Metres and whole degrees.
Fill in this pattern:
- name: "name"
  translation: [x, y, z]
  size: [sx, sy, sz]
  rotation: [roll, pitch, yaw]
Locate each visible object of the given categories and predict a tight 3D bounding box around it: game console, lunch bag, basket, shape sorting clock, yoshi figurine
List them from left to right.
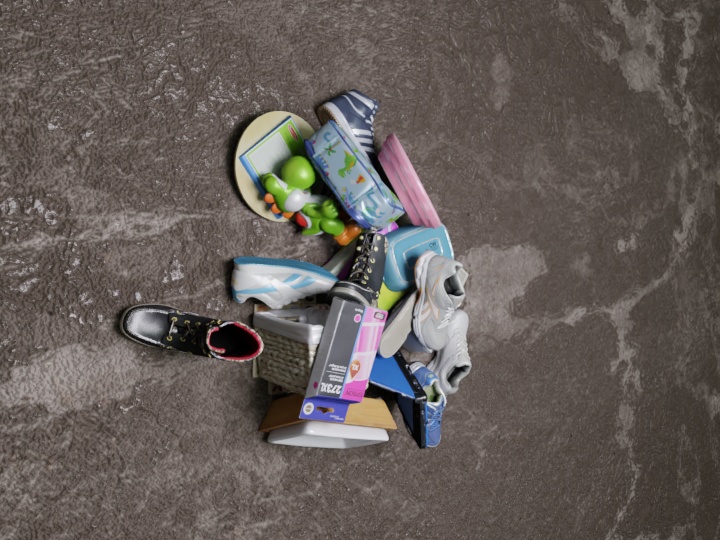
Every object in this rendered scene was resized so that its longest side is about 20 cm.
- name: "shape sorting clock"
  translation: [-0.146, -0.190, 1.218]
  size: [0.200, 0.039, 0.201]
  rotation: [-9, 104, -37]
- name: "basket"
  translation: [-0.085, 0.139, 1.152]
  size: [0.135, 0.200, 0.124]
  rotation: [-2, 95, -37]
- name: "yoshi figurine"
  translation: [-0.080, -0.135, 1.196]
  size: [0.200, 0.112, 0.112]
  rotation: [30, 64, -36]
- name: "lunch bag"
  translation: [-0.009, -0.163, 1.191]
  size: [0.200, 0.082, 0.161]
  rotation: [54, 12, 9]
- name: "game console"
  translation: [0.046, 0.227, 1.269]
  size: [0.118, 0.200, 0.171]
  rotation: [-7, 111, -10]

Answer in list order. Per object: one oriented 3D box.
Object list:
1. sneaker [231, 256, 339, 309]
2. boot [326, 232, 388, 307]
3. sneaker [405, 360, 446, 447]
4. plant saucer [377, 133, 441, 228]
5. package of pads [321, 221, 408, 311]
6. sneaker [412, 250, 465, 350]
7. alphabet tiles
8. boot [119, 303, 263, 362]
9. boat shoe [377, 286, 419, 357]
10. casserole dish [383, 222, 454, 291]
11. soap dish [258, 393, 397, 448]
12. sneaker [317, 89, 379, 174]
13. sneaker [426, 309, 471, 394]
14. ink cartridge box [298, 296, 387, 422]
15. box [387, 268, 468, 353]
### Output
- name: "sneaker"
  translation: [-0.133, 0.026, 1.191]
  size: [0.199, 0.077, 0.081]
  rotation: [6, 103, -17]
- name: "boot"
  translation: [-0.001, 0.000, 1.178]
  size: [0.204, 0.073, 0.154]
  rotation: [47, 51, -71]
- name: "sneaker"
  translation: [0.138, 0.290, 1.382]
  size: [0.076, 0.077, 0.200]
  rotation: [-27, 116, -27]
- name: "plant saucer"
  translation: [0.089, -0.164, 1.277]
  size: [0.051, 0.201, 0.201]
  rotation: [-28, 110, 8]
- name: "package of pads"
  translation: [0.027, 0.005, 1.324]
  size: [0.200, 0.068, 0.155]
  rotation: [-45, 113, -27]
- name: "sneaker"
  translation: [0.153, 0.066, 1.249]
  size: [0.076, 0.092, 0.200]
  rotation: [-26, 120, -42]
- name: "alphabet tiles"
  translation: [-0.127, 0.129, 1.244]
  size: [0.166, 0.006, 0.201]
  rotation: [3, 87, -36]
- name: "boot"
  translation: [-0.264, 0.101, 1.052]
  size: [0.200, 0.150, 0.073]
  rotation: [24, 75, -34]
- name: "boat shoe"
  translation: [0.081, 0.083, 1.293]
  size: [0.200, 0.063, 0.073]
  rotation: [-47, 130, -25]
- name: "casserole dish"
  translation: [0.116, -0.033, 1.322]
  size: [0.200, 0.039, 0.121]
  rotation: [-23, 99, -33]
- name: "soap dish"
  translation: [-0.059, 0.273, 1.207]
  size: [0.200, 0.157, 0.081]
  rotation: [16, 63, -35]
- name: "sneaker"
  translation: [0.008, -0.263, 1.317]
  size: [0.108, 0.070, 0.200]
  rotation: [-42, 110, -28]
- name: "sneaker"
  translation: [0.209, 0.181, 1.435]
  size: [0.078, 0.099, 0.200]
  rotation: [27, 73, -33]
- name: "ink cartridge box"
  translation: [-0.027, 0.148, 1.058]
  size: [0.095, 0.037, 0.200]
  rotation: [17, 91, -38]
- name: "box"
  translation: [0.138, 0.065, 1.399]
  size: [0.095, 0.078, 0.200]
  rotation: [42, 65, -27]
